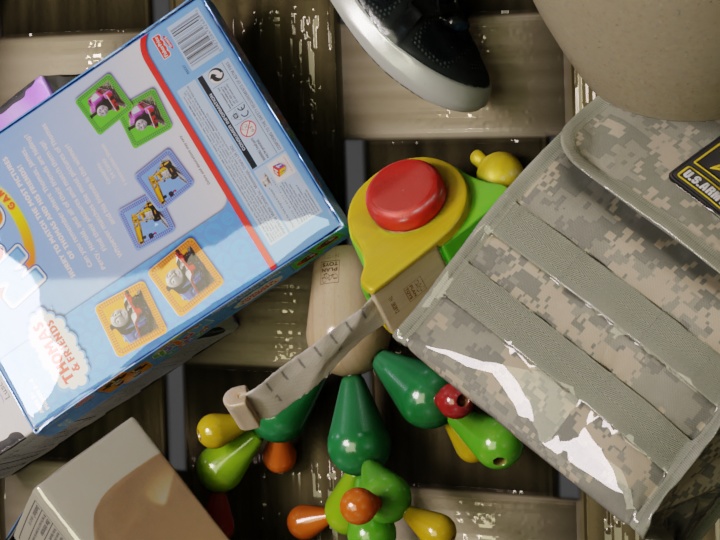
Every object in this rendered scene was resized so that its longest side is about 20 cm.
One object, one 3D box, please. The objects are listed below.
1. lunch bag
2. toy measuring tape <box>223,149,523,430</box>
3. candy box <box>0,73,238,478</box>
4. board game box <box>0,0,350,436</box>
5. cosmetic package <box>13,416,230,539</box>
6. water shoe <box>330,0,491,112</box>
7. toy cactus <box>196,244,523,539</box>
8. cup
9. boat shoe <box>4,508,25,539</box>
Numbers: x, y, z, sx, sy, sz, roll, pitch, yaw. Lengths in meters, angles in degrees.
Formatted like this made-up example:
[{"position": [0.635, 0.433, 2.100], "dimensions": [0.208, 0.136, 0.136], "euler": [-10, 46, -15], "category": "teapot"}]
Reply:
[{"position": [0.146, 0.009, 1.136], "dimensions": [0.164, 0.118, 0.200], "euler": [39, 90, 24], "category": "lunch bag"}, {"position": [0.000, 0.000, 1.222], "dimensions": [0.200, 0.074, 0.074], "euler": [-38, 72, -11], "category": "toy measuring tape"}, {"position": [-0.193, 0.008, 1.377], "dimensions": [0.200, 0.071, 0.168], "euler": [-33, 78, 30], "category": "candy box"}, {"position": [-0.126, -0.029, 1.278], "dimensions": [0.199, 0.037, 0.152], "euler": [-33, 79, 6], "category": "board game box"}, {"position": [-0.097, 0.189, 1.298], "dimensions": [0.200, 0.071, 0.105], "euler": [51, 155, 6], "category": "cosmetic package"}, {"position": [0.017, -0.174, 1.227], "dimensions": [0.079, 0.071, 0.201], "euler": [-40, 75, 26], "category": "water shoe"}, {"position": [-0.012, 0.070, 1.269], "dimensions": [0.199, 0.102, 0.166], "euler": [-11, 80, 41], "category": "toy cactus"}, {"position": [0.151, -0.155, 1.094], "dimensions": [0.199, 0.200, 0.144], "euler": [20, 130, 28], "category": "cup"}, {"position": [-0.221, 0.210, 1.373], "dimensions": [0.084, 0.069, 0.201], "euler": [19, 75, 32], "category": "boat shoe"}]
